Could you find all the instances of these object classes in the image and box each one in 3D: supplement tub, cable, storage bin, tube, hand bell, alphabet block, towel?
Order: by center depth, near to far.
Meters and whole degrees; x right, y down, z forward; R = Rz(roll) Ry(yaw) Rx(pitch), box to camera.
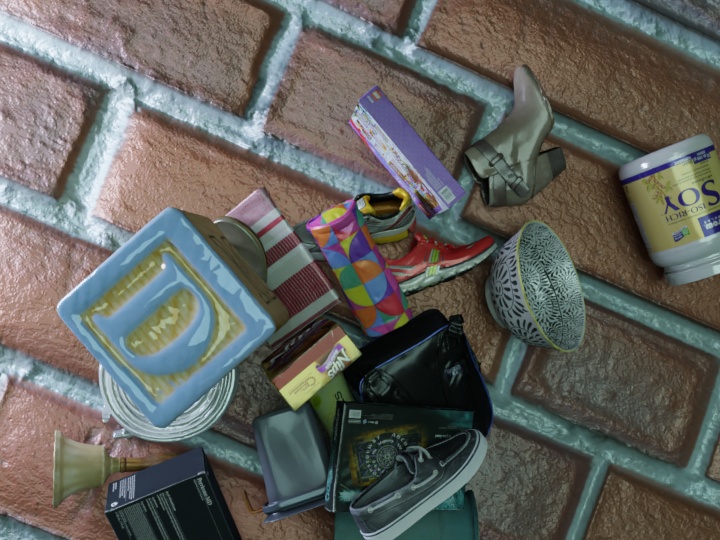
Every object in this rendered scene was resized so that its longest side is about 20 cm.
[{"bbox_3d":[-0.225,0.054,1.020,0.195,0.200,0.197,-39,91,1],"label":"alphabet block"},{"bbox_3d":[-0.101,0.265,1.116,0.145,0.200,0.135,-17,78,-8],"label":"storage bin"},{"bbox_3d":[-0.331,0.276,1.141,0.198,0.104,0.105,1,86,-19],"label":"hand bell"},{"bbox_3d":[-0.275,0.145,1.153,0.198,0.069,0.202,-1,86,-7],"label":"cable"},{"bbox_3d":[-0.021,0.229,1.161,0.058,0.052,0.201,-20,66,-20],"label":"tube"},{"bbox_3d":[-0.135,-0.002,1.172,0.144,0.023,0.201,-35,92,23],"label":"towel"},{"bbox_3d":[0.498,-0.092,1.232,0.144,0.145,0.201,-21,89,-8],"label":"supplement tub"}]

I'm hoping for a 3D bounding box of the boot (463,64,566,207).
[{"bbox_3d":[0.228,-0.202,1.243,0.145,0.070,0.201,-22,89,-6],"label":"boot"}]

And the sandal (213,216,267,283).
[{"bbox_3d":[-0.175,0.022,1.150,0.080,0.054,0.202,-1,104,17],"label":"sandal"}]

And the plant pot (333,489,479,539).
[{"bbox_3d":[0.057,0.408,1.129,0.194,0.200,0.202,3,86,1],"label":"plant pot"}]

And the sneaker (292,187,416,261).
[{"bbox_3d":[-0.013,-0.077,1.187,0.199,0.082,0.078,-18,57,-11],"label":"sneaker"}]

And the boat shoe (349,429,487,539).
[{"bbox_3d":[0.072,0.252,0.997,0.199,0.072,0.068,-34,107,-16],"label":"boat shoe"}]

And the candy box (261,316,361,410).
[{"bbox_3d":[-0.074,0.123,1.115,0.116,0.200,0.057,-39,95,-9],"label":"candy box"}]

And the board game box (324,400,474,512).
[{"bbox_3d":[0.053,0.243,1.039,0.199,0.028,0.136,9,87,-27],"label":"board game box"}]

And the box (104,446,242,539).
[{"bbox_3d":[-0.247,0.368,1.110,0.140,0.079,0.201,-19,109,-6],"label":"box"}]

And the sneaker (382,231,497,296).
[{"bbox_3d":[0.112,-0.022,1.214,0.199,0.077,0.085,-20,84,-9],"label":"sneaker"}]

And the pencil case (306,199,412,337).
[{"bbox_3d":[0.000,0.000,1.130,0.088,0.088,0.201,-30,111,-8],"label":"pencil case"}]

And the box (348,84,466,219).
[{"bbox_3d":[0.065,-0.170,1.184,0.039,0.137,0.200,-40,93,-7],"label":"box"}]

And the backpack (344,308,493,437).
[{"bbox_3d":[0.089,0.173,1.154,0.182,0.147,0.201,-30,109,-7],"label":"backpack"}]

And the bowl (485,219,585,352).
[{"bbox_3d":[0.249,0.034,1.200,0.094,0.200,0.202,-21,89,36],"label":"bowl"}]
